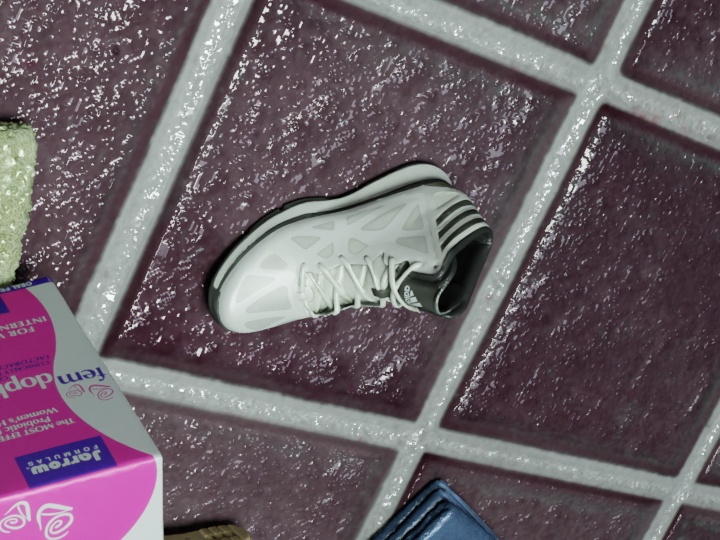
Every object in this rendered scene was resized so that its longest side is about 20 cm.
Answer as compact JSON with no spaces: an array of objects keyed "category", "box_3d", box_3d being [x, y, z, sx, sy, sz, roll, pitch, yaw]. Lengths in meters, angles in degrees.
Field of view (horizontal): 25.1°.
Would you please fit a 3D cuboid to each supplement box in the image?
[{"category":"supplement box","box_3d":[-0.196,0.102,0.946,0.101,0.200,0.104,-13,127,-25]}]

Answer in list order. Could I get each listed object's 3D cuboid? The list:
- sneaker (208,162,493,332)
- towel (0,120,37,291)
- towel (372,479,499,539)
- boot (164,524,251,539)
[{"category":"sneaker","box_3d":[0.000,0.000,1.101,0.200,0.115,0.076,-27,127,-15]},{"category":"towel","box_3d":[-0.277,-0.003,0.987,0.148,0.036,0.201,3,114,-33]},{"category":"towel","box_3d":[0.078,0.266,1.340,0.112,0.049,0.200,-43,130,-4]},{"category":"boot","box_3d":[-0.171,0.270,1.177,0.199,0.072,0.167,1,113,-35]}]
